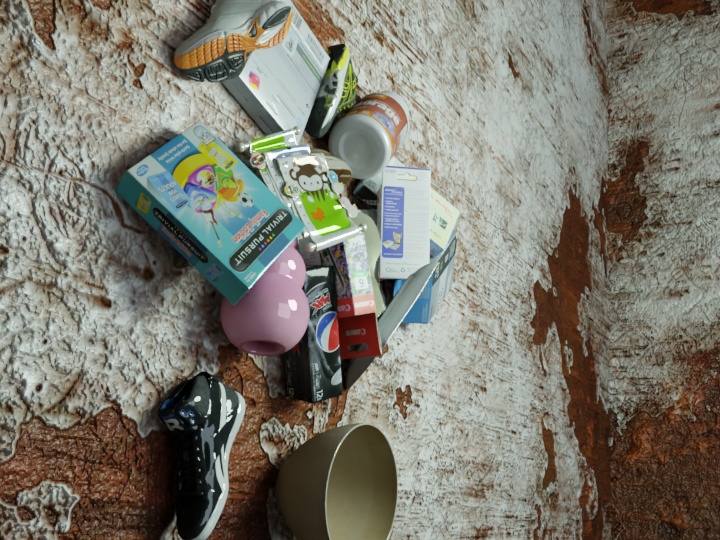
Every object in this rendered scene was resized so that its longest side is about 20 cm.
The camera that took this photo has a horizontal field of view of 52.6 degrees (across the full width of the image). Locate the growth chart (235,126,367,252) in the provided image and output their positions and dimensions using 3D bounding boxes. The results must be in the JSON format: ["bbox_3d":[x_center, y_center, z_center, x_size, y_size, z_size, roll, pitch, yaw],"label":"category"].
[{"bbox_3d":[-0.079,-0.121,1.069,0.144,0.018,0.201,-34,92,-43],"label":"growth chart"}]

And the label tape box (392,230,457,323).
[{"bbox_3d":[0.125,0.023,1.430,0.200,0.065,0.145,-52,152,-49],"label":"label tape box"}]

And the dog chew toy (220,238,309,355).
[{"bbox_3d":[-0.130,0.013,1.025,0.124,0.123,0.203,35,49,-50],"label":"dog chew toy"}]

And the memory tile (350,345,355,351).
[{"bbox_3d":[-0.041,0.032,1.226,0.153,0.017,0.202,36,57,-38],"label":"memory tile"}]

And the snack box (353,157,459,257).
[{"bbox_3d":[0.091,-0.128,1.379,0.199,0.037,0.117,38,48,-10],"label":"snack box"}]

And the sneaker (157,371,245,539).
[{"bbox_3d":[-0.216,0.224,0.905,0.112,0.072,0.202,46,41,-41],"label":"sneaker"}]

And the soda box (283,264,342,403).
[{"bbox_3d":[-0.077,0.094,1.112,0.063,0.070,0.203,-9,98,-42],"label":"soda box"}]

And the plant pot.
[{"bbox_3d":[-0.049,0.329,1.089,0.199,0.133,0.203,11,77,-57],"label":"plant pot"}]

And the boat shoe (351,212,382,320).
[{"bbox_3d":[-0.003,0.000,1.223,0.073,0.063,0.204,2,65,-14],"label":"boat shoe"}]

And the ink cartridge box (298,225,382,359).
[{"bbox_3d":[-0.033,0.039,1.138,0.050,0.108,0.203,-6,85,-43],"label":"ink cartridge box"}]

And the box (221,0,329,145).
[{"bbox_3d":[-0.126,-0.316,1.145,0.156,0.041,0.202,47,47,-43],"label":"box"}]

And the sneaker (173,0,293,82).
[{"bbox_3d":[-0.192,-0.338,1.028,0.200,0.092,0.076,-39,160,-33],"label":"sneaker"}]

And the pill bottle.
[{"bbox_3d":[0.024,-0.250,1.298,0.200,0.111,0.113,-60,134,-56],"label":"pill bottle"}]

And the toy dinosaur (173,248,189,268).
[{"bbox_3d":[-0.192,-0.080,1.002,0.088,0.047,0.202,39,50,-36],"label":"toy dinosaur"}]

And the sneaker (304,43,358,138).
[{"bbox_3d":[-0.042,-0.296,1.244,0.085,0.074,0.202,49,47,-44],"label":"sneaker"}]

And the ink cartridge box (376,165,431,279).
[{"bbox_3d":[0.077,-0.084,1.309,0.093,0.037,0.203,2,89,-14],"label":"ink cartridge box"}]

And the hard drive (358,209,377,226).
[{"bbox_3d":[0.045,-0.051,1.394,0.199,0.025,0.134,-10,94,-58],"label":"hard drive"}]

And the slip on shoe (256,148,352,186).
[{"bbox_3d":[-0.096,-0.165,1.160,0.199,0.076,0.061,-8,50,-49],"label":"slip on shoe"}]

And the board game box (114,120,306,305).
[{"bbox_3d":[-0.184,-0.078,0.929,0.200,0.047,0.151,44,43,-6],"label":"board game box"}]

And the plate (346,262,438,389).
[{"bbox_3d":[0.045,0.090,1.245,0.032,0.200,0.201,35,55,2],"label":"plate"}]
